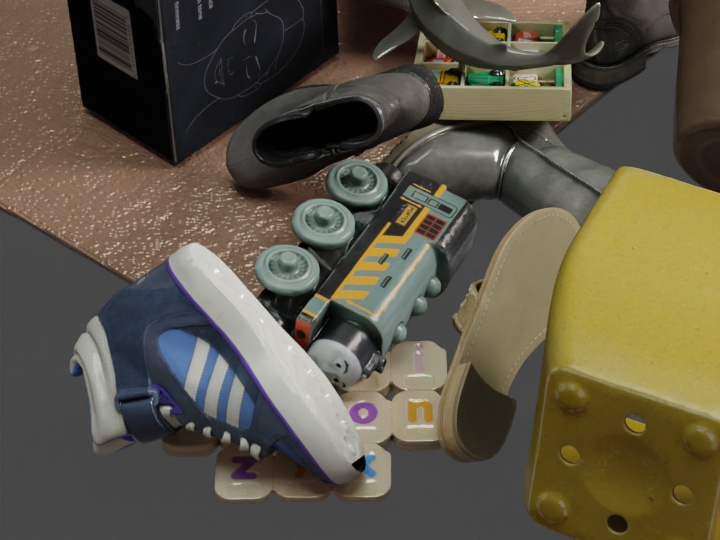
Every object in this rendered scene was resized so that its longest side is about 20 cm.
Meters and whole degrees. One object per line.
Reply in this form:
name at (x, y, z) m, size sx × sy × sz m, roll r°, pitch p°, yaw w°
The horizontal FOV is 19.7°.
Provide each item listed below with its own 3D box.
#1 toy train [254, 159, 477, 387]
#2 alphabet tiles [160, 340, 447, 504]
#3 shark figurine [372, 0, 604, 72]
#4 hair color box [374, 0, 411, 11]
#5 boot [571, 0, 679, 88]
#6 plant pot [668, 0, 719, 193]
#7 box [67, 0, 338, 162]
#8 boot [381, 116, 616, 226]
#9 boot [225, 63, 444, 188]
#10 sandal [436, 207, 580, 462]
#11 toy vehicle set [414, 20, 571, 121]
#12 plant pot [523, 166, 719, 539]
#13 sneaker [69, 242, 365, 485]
toy train at (0.000, 0.000, 1.488) m, size 0.114 × 0.085 × 0.200 m, roll 25°, pitch 48°, yaw 14°
alphabet tiles at (-0.038, 0.090, 1.457) m, size 0.200 × 0.015 × 0.196 m, roll -2°, pitch 43°, yaw 1°
shark figurine at (0.081, -0.201, 1.592) m, size 0.128 × 0.090 × 0.214 m, roll -37°, pitch 47°, yaw -13°
hair color box at (0.032, -0.290, 1.785) m, size 0.111 × 0.064 × 0.200 m, roll 15°, pitch 29°, yaw -16°
boot at (0.237, -0.259, 1.708) m, size 0.069 × 0.174 × 0.200 m, roll 25°, pitch 49°, yaw 27°
plant pot at (0.318, -0.148, 1.599) m, size 0.200 × 0.200 × 0.175 m, roll 14°, pitch 64°, yaw 17°
box at (-0.126, -0.230, 1.674) m, size 0.124 × 0.200 × 0.197 m, roll 32°, pitch 52°, yaw 31°
boot at (0.132, -0.046, 1.567) m, size 0.182 × 0.073 × 0.200 m, roll -27°, pitch 53°, yaw -23°
boot at (-0.047, -0.103, 1.546) m, size 0.200 × 0.070 × 0.132 m, roll -23°, pitch 3°, yaw 33°
sandal at (0.086, 0.043, 1.466) m, size 0.070 × 0.078 × 0.212 m, roll -12°, pitch 43°, yaw 46°
toy vehicle set at (0.107, -0.163, 1.667) m, size 0.124 × 0.027 × 0.200 m, roll 1°, pitch 22°, yaw 4°
plant pot at (0.198, 0.082, 1.292) m, size 0.194 × 0.196 × 0.200 m, roll 19°, pitch 33°, yaw 22°
sneaker at (-0.107, 0.096, 1.401) m, size 0.146 × 0.081 × 0.200 m, roll -41°, pitch 84°, yaw 14°
